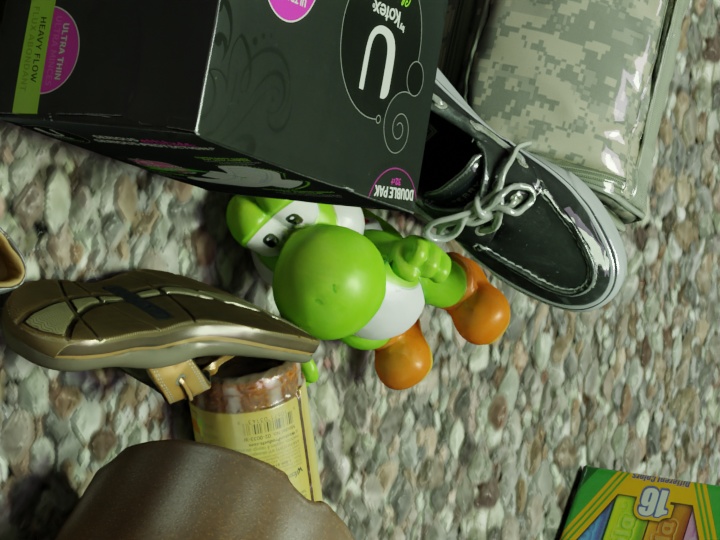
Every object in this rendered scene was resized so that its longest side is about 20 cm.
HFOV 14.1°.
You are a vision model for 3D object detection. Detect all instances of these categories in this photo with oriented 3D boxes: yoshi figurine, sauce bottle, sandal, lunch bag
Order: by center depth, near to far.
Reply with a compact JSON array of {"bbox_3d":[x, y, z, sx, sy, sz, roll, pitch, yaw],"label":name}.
[{"bbox_3d":[-0.104,0.039,1.440,0.199,0.080,0.054,-3,117,-51],"label":"sandal"},{"bbox_3d":[-0.050,0.138,1.547,0.066,0.066,0.201,-32,121,-51],"label":"sauce bottle"},{"bbox_3d":[0.001,0.014,1.571,0.200,0.112,0.113,31,75,-52],"label":"yoshi figurine"},{"bbox_3d":[0.106,-0.123,1.653,0.139,0.167,0.201,36,65,-54],"label":"lunch bag"}]

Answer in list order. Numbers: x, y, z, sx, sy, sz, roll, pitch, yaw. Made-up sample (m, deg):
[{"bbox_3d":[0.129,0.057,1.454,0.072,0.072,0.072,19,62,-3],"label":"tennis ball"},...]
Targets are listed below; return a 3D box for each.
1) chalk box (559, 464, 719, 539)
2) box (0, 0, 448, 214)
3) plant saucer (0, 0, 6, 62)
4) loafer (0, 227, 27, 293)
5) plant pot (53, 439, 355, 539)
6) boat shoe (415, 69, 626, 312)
[{"bbox_3d":[0.189,0.248,1.889,0.125,0.123,0.201,48,56,-49],"label":"chalk box"},{"bbox_3d":[-0.061,-0.119,1.379,0.200,0.124,0.150,17,81,-59],"label":"box"},{"bbox_3d":[-0.146,-0.189,1.372,0.200,0.029,0.201,-13,105,-57],"label":"plant saucer"},{"bbox_3d":[-0.218,-0.040,1.242,0.200,0.072,0.073,34,68,-54],"label":"loafer"},{"bbox_3d":[-0.095,0.201,1.380,0.199,0.199,0.201,-64,143,-40],"label":"plant pot"},{"bbox_3d":[0.061,-0.047,1.544,0.199,0.074,0.068,48,19,-8],"label":"boat shoe"}]
